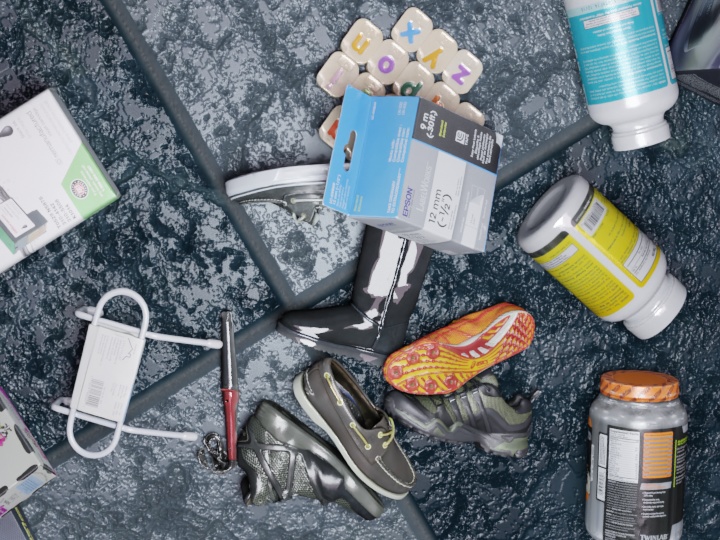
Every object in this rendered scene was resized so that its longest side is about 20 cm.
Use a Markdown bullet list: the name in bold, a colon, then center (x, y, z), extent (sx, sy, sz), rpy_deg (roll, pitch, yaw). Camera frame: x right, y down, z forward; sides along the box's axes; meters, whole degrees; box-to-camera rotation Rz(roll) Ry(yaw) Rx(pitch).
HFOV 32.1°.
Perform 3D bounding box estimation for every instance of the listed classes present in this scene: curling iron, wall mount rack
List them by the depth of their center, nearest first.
- **wall mount rack**: center (-0.263, 0.124, 1.469), extent (0.172, 0.075, 0.203), rpy_deg (16, 95, 0)
- **curling iron**: center (-0.167, 0.150, 1.512), extent (0.049, 0.026, 0.203), rpy_deg (4, 97, -12)

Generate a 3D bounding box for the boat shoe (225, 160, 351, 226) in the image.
- **boat shoe**: center (-0.060, -0.087, 1.457), extent (0.197, 0.072, 0.072), rpy_deg (-5, 94, 9)

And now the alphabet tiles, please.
- **alphabet tiles**: center (0.049, -0.204, 1.498), extent (0.199, 0.015, 0.197), rpy_deg (37, 84, -11)

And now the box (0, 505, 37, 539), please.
- **box**: center (-0.458, 0.358, 1.486), extent (0.156, 0.051, 0.202), rpy_deg (-25, 99, -3)

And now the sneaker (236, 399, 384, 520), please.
- **sneaker**: center (-0.070, 0.258, 1.519), extent (0.199, 0.076, 0.115), rpy_deg (37, 93, -8)

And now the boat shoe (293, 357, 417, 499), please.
- **boat shoe**: center (0.004, 0.192, 1.513), extent (0.060, 0.072, 0.201), rpy_deg (-36, 101, 31)

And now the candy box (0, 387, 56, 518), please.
- **candy box**: center (-0.467, 0.236, 1.425), extent (0.199, 0.061, 0.137), rpy_deg (-36, 69, -7)

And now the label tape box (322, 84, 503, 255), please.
- **label tape box**: center (0.063, -0.114, 1.419), extent (0.198, 0.066, 0.145), rpy_deg (20, 76, -36)

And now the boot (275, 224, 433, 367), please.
- **boot**: center (0.001, 0.000, 1.496), extent (0.163, 0.066, 0.202), rpy_deg (15, 98, -18)

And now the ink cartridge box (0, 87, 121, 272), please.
- **ink cartridge box**: center (-0.394, -0.092, 1.418), extent (0.199, 0.084, 0.147), rpy_deg (-33, 100, -3)

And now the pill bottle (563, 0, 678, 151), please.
- **pill bottle**: center (0.313, -0.248, 1.485), extent (0.109, 0.111, 0.203), rpy_deg (-15, 99, -6)

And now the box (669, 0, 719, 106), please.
- **box**: center (0.466, -0.300, 1.456), extent (0.122, 0.198, 0.202), rpy_deg (24, 93, -11)

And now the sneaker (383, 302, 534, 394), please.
- **sneaker**: center (0.116, 0.096, 1.516), extent (0.198, 0.077, 0.074), rpy_deg (-18, 106, -18)

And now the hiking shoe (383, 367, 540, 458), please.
- **hiking shoe**: center (0.123, 0.162, 1.541), extent (0.198, 0.076, 0.102), rpy_deg (16, 87, -19)

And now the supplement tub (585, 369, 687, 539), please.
- **supplement tub**: center (0.341, 0.232, 1.548), extent (0.121, 0.123, 0.203), rpy_deg (0, 97, -8)

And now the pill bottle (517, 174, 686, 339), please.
- **pill bottle**: center (0.295, -0.012, 1.514), extent (0.200, 0.112, 0.113), rpy_deg (41, 91, -11)
